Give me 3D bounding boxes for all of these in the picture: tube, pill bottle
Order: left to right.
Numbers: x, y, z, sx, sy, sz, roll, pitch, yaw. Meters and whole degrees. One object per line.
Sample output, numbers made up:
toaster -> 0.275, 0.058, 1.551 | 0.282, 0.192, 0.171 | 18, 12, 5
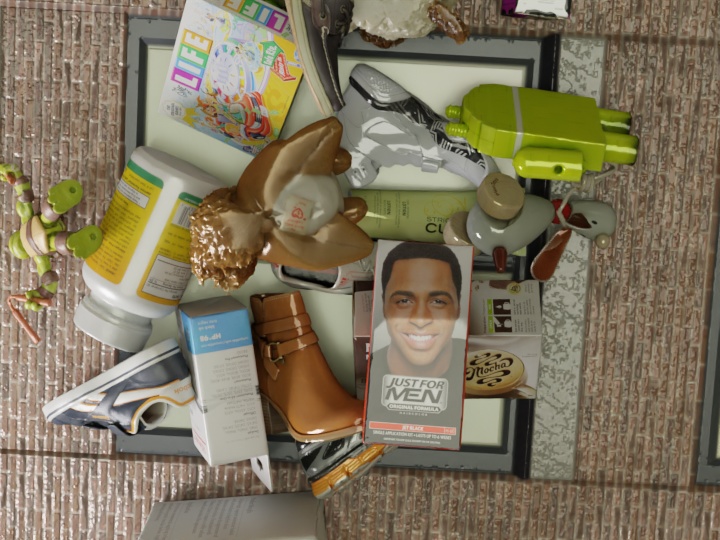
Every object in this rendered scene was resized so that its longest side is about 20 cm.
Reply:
pill bottle -> -0.230, -0.020, 1.615 | 0.112, 0.113, 0.202 | 24, 98, -3
tube -> 0.083, -0.059, 1.635 | 0.197, 0.052, 0.059 | 4, 116, -7

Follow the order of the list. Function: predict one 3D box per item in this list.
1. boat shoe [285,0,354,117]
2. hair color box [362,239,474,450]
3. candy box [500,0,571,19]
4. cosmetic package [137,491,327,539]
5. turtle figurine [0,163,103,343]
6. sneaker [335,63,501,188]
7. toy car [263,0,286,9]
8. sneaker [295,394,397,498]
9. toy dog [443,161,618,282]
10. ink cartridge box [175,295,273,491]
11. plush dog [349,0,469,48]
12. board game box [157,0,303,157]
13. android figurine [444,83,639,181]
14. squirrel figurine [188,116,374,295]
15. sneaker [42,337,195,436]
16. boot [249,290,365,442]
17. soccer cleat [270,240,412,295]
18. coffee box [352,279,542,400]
boat shoe -> -0.037, -0.249, 1.437 | 0.064, 0.072, 0.203 | -13, 81, 2
hair color box -> 0.058, 0.075, 1.509 | 0.100, 0.061, 0.203 | 3, 84, 3
candy box -> 0.191, -0.361, 1.550 | 0.060, 0.136, 0.203 | 5, 99, -2
cosmetic package -> -0.133, 0.347, 1.642 | 0.197, 0.165, 0.167 | -4, 99, 2
turtle figurine -> -0.334, -0.030, 1.615 | 0.064, 0.160, 0.203 | -9, 86, -39
sneaker -> 0.049, -0.123, 1.620 | 0.199, 0.075, 0.116 | 35, 98, 0
toy car -> -0.101, -0.380, 1.573 | 0.164, 0.158, 0.201 | -37, 68, 2
sneaker -> 0.014, 0.166, 1.663 | 0.199, 0.078, 0.078 | -36, 73, -3
toy dog -> 0.189, -0.038, 1.584 | 0.197, 0.132, 0.097 | -10, 60, -10
ink cartridge box -> -0.149, 0.137, 1.630 | 0.066, 0.116, 0.203 | -9, 98, -14
plush dog -> 0.056, -0.297, 1.542 | 0.160, 0.172, 0.201 | 35, 108, 1
board game box -> -0.129, -0.205, 1.557 | 0.133, 0.201, 0.034 | 24, 56, -2
android figurine -> 0.185, -0.147, 1.562 | 0.197, 0.183, 0.042 | 5, 120, -2
squirrel figurine -> -0.095, -0.066, 1.548 | 0.198, 0.187, 0.143 | -25, 104, -7
sneaker -> -0.261, 0.144, 1.625 | 0.199, 0.078, 0.080 | -26, 91, 35
boot -> -0.056, 0.099, 1.604 | 0.198, 0.073, 0.157 | -1, 95, 46
soccer cleat -> 0.000, 0.000, 1.630 | 0.197, 0.085, 0.070 | 5, 98, 0
coffee box -> 0.090, 0.074, 1.605 | 0.197, 0.081, 0.114 | 0, 139, 1
